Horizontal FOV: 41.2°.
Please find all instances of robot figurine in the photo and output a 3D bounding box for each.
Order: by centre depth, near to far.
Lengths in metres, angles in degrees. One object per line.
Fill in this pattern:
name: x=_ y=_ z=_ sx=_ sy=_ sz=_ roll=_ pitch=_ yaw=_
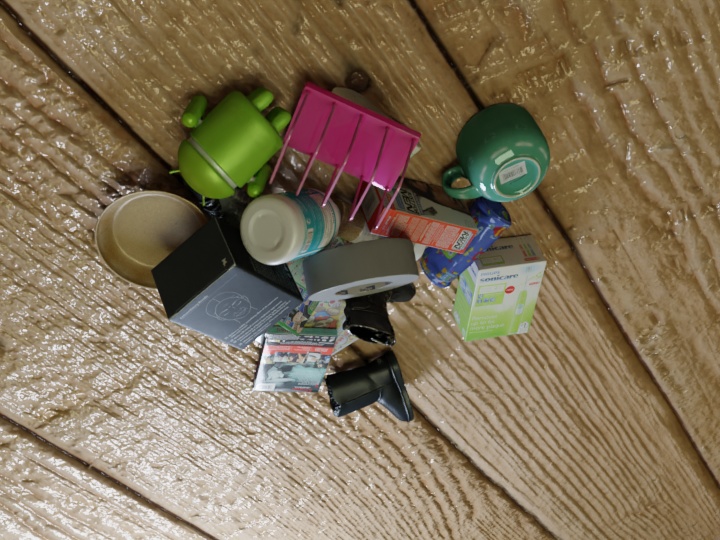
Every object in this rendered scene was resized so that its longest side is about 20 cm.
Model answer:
robot figurine: x=-0.202 y=-0.196 z=1.496 sx=0.200 sy=0.116 sz=0.176 roll=-45 pitch=114 yaw=-1

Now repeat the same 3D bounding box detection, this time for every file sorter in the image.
file sorter: x=-0.029 y=-0.172 z=1.519 sx=0.198 sy=0.126 sz=0.139 roll=23 pitch=141 yaw=-7

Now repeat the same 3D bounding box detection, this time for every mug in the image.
mug: x=0.248 y=-0.185 z=1.687 sx=0.150 sy=0.115 sz=0.186 roll=10 pitch=128 yaw=-27

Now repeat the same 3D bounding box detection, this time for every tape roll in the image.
tape roll: x=0.000 y=0.000 z=1.666 sx=0.198 sy=0.067 sz=0.200 roll=-12 pitch=171 yaw=-2

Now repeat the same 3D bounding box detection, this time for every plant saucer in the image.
plant saucer: x=-0.336 y=-0.057 z=1.585 sx=0.197 sy=0.036 sz=0.202 roll=-2 pitch=128 yaw=-2

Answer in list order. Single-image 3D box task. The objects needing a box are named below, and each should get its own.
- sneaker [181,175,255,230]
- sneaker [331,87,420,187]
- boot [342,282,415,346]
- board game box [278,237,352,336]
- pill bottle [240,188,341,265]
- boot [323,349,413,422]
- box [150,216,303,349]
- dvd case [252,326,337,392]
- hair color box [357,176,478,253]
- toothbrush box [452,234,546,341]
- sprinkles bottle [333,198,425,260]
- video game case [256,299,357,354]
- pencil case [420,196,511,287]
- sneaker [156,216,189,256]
sneaker: x=-0.230 y=-0.083 z=1.610 sx=0.199 sy=0.075 sz=0.117 roll=28 pitch=80 yaw=-38
sneaker: x=-0.001 y=-0.215 z=1.599 sx=0.118 sy=0.074 sz=0.199 roll=-43 pitch=131 yaw=20
boot: x=0.036 y=0.077 z=1.818 sx=0.198 sy=0.175 sz=0.070 roll=12 pitch=128 yaw=-28
board game box: x=-0.109 y=0.003 z=1.735 sx=0.134 sy=0.029 sz=0.201 roll=36 pitch=84 yaw=-40
pill bottle: x=-0.105 y=-0.077 z=1.585 sx=0.111 sy=0.111 sz=0.200 roll=-45 pitch=169 yaw=24
boot: x=0.017 y=0.274 z=2.065 sx=0.166 sy=0.077 sz=0.202 roll=-22 pitch=129 yaw=-4
box: x=-0.217 y=0.026 z=1.579 sx=0.148 sy=0.108 sz=0.200 roll=-37 pitch=147 yaw=14
dvd case: x=-0.135 y=0.182 z=1.936 sx=0.144 sy=0.022 sz=0.201 roll=3 pitch=137 yaw=-14
hair color box: x=0.101 y=-0.105 z=1.714 sx=0.198 sy=0.112 sz=0.064 roll=12 pitch=128 yaw=-29
toothbrush box: x=0.276 y=0.037 z=1.930 sx=0.144 sy=0.087 sz=0.202 roll=-7 pitch=132 yaw=-14
sprinkles bottle: x=0.028 y=-0.071 z=1.743 sx=0.198 sy=0.069 sz=0.068 roll=18 pitch=125 yaw=-36
video game case: x=-0.091 y=0.112 z=1.894 sx=0.199 sy=0.023 sz=0.181 roll=-34 pitch=135 yaw=25
pencil case: x=0.197 y=-0.058 z=1.816 sx=0.200 sy=0.087 sz=0.078 roll=-47 pitch=166 yaw=25
sneaker: x=-0.293 y=-0.033 z=1.677 sx=0.099 sy=0.070 sz=0.200 roll=-36 pitch=125 yaw=17
